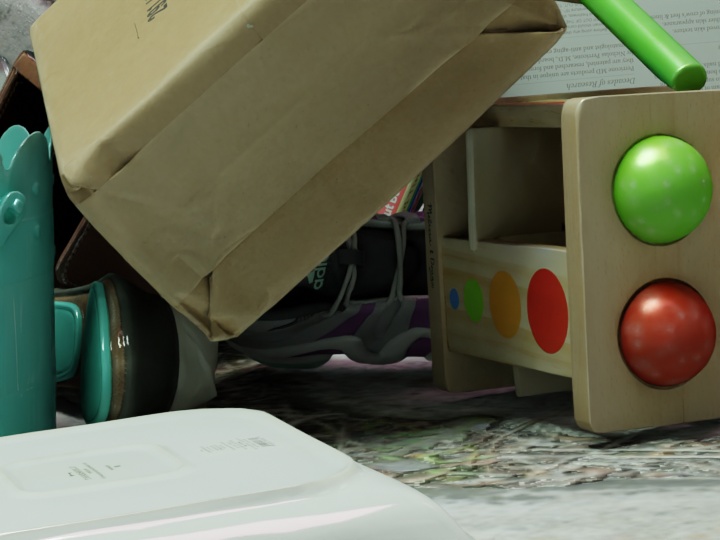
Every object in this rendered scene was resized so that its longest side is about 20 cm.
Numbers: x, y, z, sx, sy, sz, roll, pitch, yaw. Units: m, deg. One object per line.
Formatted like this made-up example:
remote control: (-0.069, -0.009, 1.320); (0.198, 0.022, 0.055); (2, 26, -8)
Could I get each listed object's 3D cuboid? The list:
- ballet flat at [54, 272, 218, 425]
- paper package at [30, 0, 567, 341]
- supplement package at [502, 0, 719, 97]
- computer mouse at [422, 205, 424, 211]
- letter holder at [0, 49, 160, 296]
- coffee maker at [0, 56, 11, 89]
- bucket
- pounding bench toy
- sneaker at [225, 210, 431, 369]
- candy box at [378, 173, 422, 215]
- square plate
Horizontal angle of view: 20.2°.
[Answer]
ballet flat: (-0.103, 0.033, 0.907); (0.068, 0.068, 0.200); (2, 4, -19)
paper package: (-0.035, -0.098, 0.848); (0.191, 0.103, 0.200); (-42, 25, 6)
supplement package: (0.128, -0.074, 1.047); (0.151, 0.201, 0.151); (-6, 6, -8)
computer mouse: (0.081, -0.012, 1.263); (0.140, 0.046, 0.200); (-16, 15, -28)
letter holder: (-0.113, -0.011, 1.067); (0.101, 0.142, 0.200); (40, 16, 36)
coffee maker: (-0.303, -0.067, 1.251); (0.199, 0.193, 0.135); (-14, 3, -16)
bucket: (-0.220, 0.016, 0.833); (0.206, 0.135, 0.207); (-5, 6, 1)
pounding bench toy: (0.113, -0.047, 0.820); (0.124, 0.201, 0.156); (-5, 5, -23)
sneaker: (0.000, 0.000, 0.915); (0.199, 0.078, 0.140); (-12, -18, 23)
candy box: (0.021, -0.096, 1.246); (0.077, 0.169, 0.200); (27, 25, 5)
square plate: (-0.088, 0.078, 0.670); (0.198, 0.029, 0.200); (-8, 8, -19)
